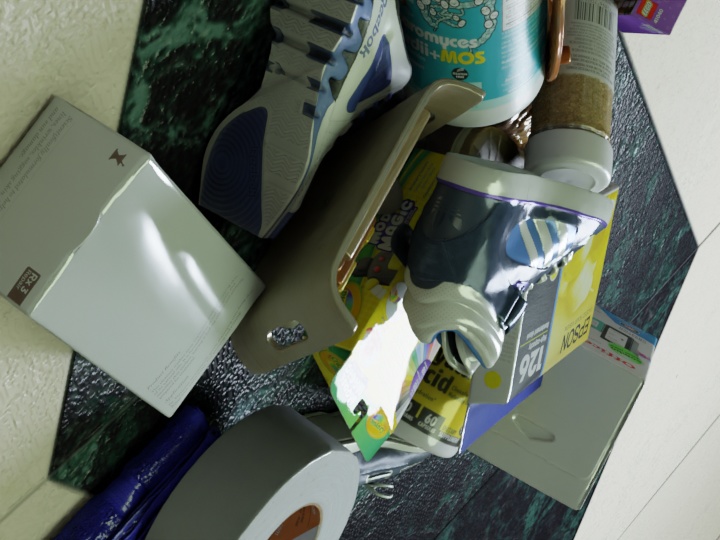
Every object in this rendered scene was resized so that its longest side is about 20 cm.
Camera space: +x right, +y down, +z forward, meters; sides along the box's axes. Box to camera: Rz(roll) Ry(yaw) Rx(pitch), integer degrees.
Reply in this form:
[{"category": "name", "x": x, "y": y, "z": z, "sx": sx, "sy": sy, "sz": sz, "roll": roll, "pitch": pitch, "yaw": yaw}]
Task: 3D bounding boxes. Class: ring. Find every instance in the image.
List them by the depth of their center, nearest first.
[{"category": "ring", "x": 0.142, "y": -0.238, "z": 1.075, "sx": 0.200, "sy": 0.019, "sz": 0.204, "roll": -1, "pitch": 90, "yaw": -87}]

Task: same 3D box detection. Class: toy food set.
[{"category": "toy food set", "x": 0.000, "y": -0.027, "z": 0.996, "sx": 0.143, "sy": 0.060, "sz": 0.201, "roll": -25, "pitch": -148, "yaw": 57}]

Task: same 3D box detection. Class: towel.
[{"category": "towel", "x": -0.169, "y": 0.211, "z": 1.125, "sx": 0.200, "sy": 0.049, "sz": 0.148, "roll": -46, "pitch": 151, "yaw": -23}]

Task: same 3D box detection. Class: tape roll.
[{"category": "tape roll", "x": -0.086, "y": 0.206, "z": 1.150, "sx": 0.200, "sy": 0.066, "sz": 0.201, "roll": -44, "pitch": 154, "yaw": -28}]

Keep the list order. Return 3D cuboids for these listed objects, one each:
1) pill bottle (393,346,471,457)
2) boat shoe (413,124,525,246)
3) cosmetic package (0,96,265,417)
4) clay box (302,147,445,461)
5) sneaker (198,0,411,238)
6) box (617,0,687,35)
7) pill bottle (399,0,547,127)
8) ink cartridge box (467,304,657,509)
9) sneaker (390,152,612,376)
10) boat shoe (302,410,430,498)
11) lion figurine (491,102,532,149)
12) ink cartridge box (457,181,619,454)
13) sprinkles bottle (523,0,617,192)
[{"category": "pill bottle", "x": 0.085, "y": 0.053, "z": 1.326, "sx": 0.202, "sy": 0.111, "sz": 0.111, "roll": -61, "pitch": 154, "yaw": 5}, {"category": "boat shoe", "x": 0.098, "y": -0.076, "z": 1.197, "sx": 0.074, "sy": 0.064, "sz": 0.200, "roll": -62, "pitch": 154, "yaw": -6}, {"category": "cosmetic package", "x": -0.146, "y": -0.002, "z": 0.899, "sx": 0.113, "sy": 0.081, "sz": 0.200, "roll": -53, "pitch": 153, "yaw": -10}, {"category": "clay box", "x": 0.024, "y": 0.025, "z": 1.090, "sx": 0.201, "sy": 0.047, "sz": 0.115, "roll": -58, "pitch": 148, "yaw": -25}, {"category": "sneaker", "x": -0.021, "y": -0.114, "z": 0.993, "sx": 0.115, "sy": 0.080, "sz": 0.201, "roll": 1, "pitch": 116, "yaw": -58}, {"category": "box", "x": 0.250, "y": -0.265, "z": 1.237, "sx": 0.138, "sy": 0.039, "sz": 0.200, "roll": -63, "pitch": -175, "yaw": 8}, {"category": "pill bottle", "x": 0.074, "y": -0.202, "z": 1.028, "sx": 0.111, "sy": 0.110, "sz": 0.201, "roll": -44, "pitch": 150, "yaw": -25}, {"category": "ink cartridge box", "x": 0.193, "y": 0.114, "z": 1.483, "sx": 0.147, "sy": 0.146, "sz": 0.200, "roll": -64, "pitch": 172, "yaw": 15}, {"category": "sneaker", "x": 0.099, "y": 0.001, "z": 1.070, "sx": 0.199, "sy": 0.080, "sz": 0.148, "roll": 7, "pitch": 101, "yaw": -54}, {"category": "boat shoe", "x": 0.001, "y": 0.165, "z": 1.343, "sx": 0.199, "sy": 0.074, "sz": 0.062, "roll": 0, "pitch": 118, "yaw": -59}, {"category": "lion figurine", "x": 0.141, "y": -0.118, "z": 1.274, "sx": 0.123, "sy": 0.072, "sz": 0.201, "roll": -61, "pitch": 150, "yaw": -26}, {"category": "ink cartridge box", "x": 0.150, "y": 0.036, "z": 1.250, "sx": 0.197, "sy": 0.046, "sz": 0.203, "roll": -26, "pitch": 126, "yaw": -60}, {"category": "sprinkles bottle", "x": 0.168, "y": -0.161, "z": 1.175, "sx": 0.068, "sy": 0.067, "sz": 0.203, "roll": 55, "pitch": 38, "yaw": -62}]
